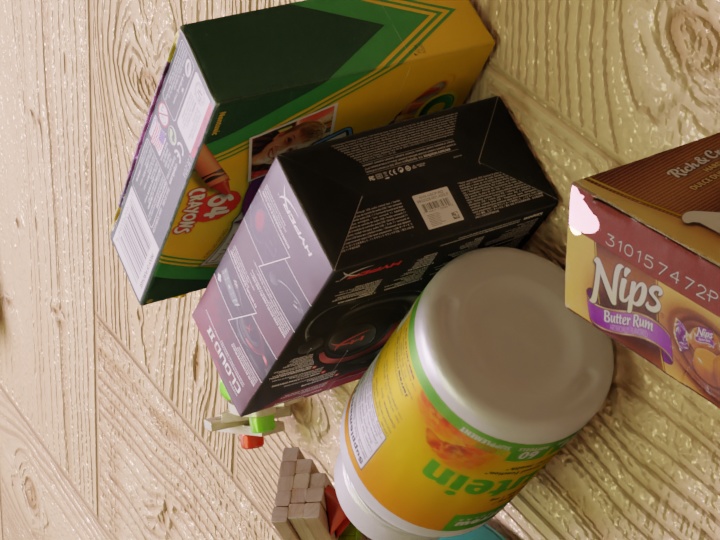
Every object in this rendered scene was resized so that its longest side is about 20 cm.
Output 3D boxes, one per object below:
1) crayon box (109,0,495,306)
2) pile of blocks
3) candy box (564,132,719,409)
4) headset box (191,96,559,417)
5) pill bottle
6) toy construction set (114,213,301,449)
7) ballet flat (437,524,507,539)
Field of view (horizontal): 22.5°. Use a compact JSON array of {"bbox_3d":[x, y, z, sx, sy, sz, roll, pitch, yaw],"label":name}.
[{"bbox_3d":[-0.038,-0.071,1.027,0.059,0.171,0.200,63,150,22],"label":"crayon box"},{"bbox_3d":[-0.006,0.212,1.264,0.062,0.082,0.201,-4,118,17],"label":"pile of blocks"},{"bbox_3d":[0.184,-0.014,0.642,0.117,0.199,0.057,36,135,47],"label":"candy box"},{"bbox_3d":[0.000,0.000,1.026,0.075,0.148,0.200,62,150,19],"label":"headset box"},{"bbox_3d":[0.053,0.082,1.017,0.112,0.110,0.200,62,150,19],"label":"pill bottle"},{"bbox_3d":[-0.093,0.039,1.270,0.130,0.092,0.201,-4,111,36],"label":"toy construction set"},{"bbox_3d":[0.095,0.209,1.072,0.200,0.069,0.071,23,145,54],"label":"ballet flat"}]
